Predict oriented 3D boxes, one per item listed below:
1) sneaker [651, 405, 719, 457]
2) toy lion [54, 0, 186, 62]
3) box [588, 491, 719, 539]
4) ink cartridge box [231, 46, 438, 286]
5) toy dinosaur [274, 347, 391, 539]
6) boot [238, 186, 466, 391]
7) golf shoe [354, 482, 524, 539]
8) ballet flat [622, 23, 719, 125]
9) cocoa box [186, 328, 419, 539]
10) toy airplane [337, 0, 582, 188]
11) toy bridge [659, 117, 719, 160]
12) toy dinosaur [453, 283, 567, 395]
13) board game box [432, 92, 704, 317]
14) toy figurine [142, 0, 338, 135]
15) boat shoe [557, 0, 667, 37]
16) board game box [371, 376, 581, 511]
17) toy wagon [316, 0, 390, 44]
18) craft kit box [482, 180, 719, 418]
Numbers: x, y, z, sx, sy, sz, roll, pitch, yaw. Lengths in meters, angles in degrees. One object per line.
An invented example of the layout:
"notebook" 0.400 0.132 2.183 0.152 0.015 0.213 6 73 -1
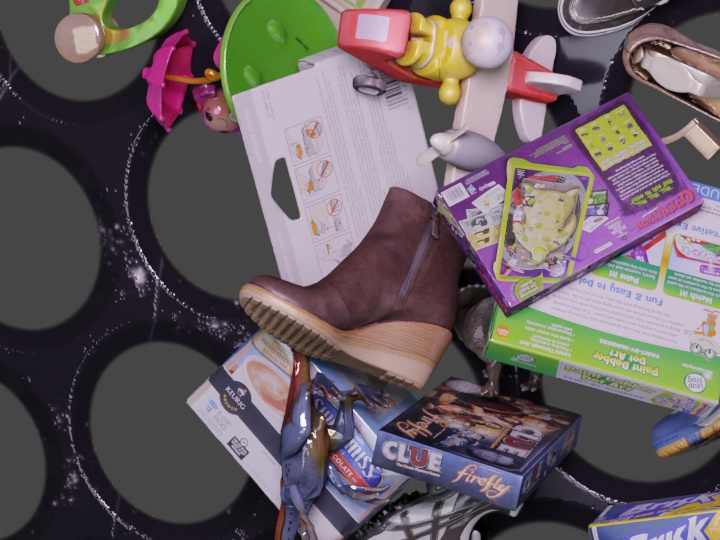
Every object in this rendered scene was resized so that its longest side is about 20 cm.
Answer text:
"sneaker" 0.330 0.086 1.651 0.200 0.075 0.088 -39 75 17
"toy lion" -0.222 -0.319 1.789 0.191 0.069 0.201 -16 96 17
"box" 0.313 0.239 1.683 0.199 0.070 0.065 -11 95 24
"ink cartridge box" -0.022 -0.095 1.682 0.044 0.173 0.201 24 133 62
"toy dinosaur" -0.041 0.178 1.685 0.200 0.105 0.182 53 125 40
"boot" 0.000 0.000 1.659 0.200 0.072 0.167 25 69 -19
"golf shoe" 0.068 0.249 1.782 0.200 0.078 0.095 -41 85 25
"ballet flat" 0.312 -0.152 1.599 0.200 0.067 0.068 24 110 16
"cocoa box" -0.036 0.142 1.768 0.131 0.133 0.200 -43 84 22
"toy airplane" 0.103 -0.181 1.606 0.199 0.141 0.200 -34 95 -18
"toy bridge" 0.233 -0.064 1.672 0.067 0.027 0.200 46 114 7
"toy dinosaur" 0.148 0.055 1.708 0.199 0.077 0.103 0 108 25
"board game box" 0.175 -0.057 1.568 0.200 0.032 0.120 -27 70 -17
"toy figurine" -0.114 -0.167 1.747 0.184 0.200 0.150 0 58 46
"boat shoe" 0.251 -0.264 1.601 0.200 0.064 0.071 -30 89 25
"board game box" 0.109 0.152 1.676 0.135 0.200 0.035 16 106 17
"toy wagon" -0.011 -0.304 1.713 0.155 0.040 0.200 36 112 11
"craft kit box" 0.222 0.005 1.584 0.199 0.049 0.198 16 64 0
